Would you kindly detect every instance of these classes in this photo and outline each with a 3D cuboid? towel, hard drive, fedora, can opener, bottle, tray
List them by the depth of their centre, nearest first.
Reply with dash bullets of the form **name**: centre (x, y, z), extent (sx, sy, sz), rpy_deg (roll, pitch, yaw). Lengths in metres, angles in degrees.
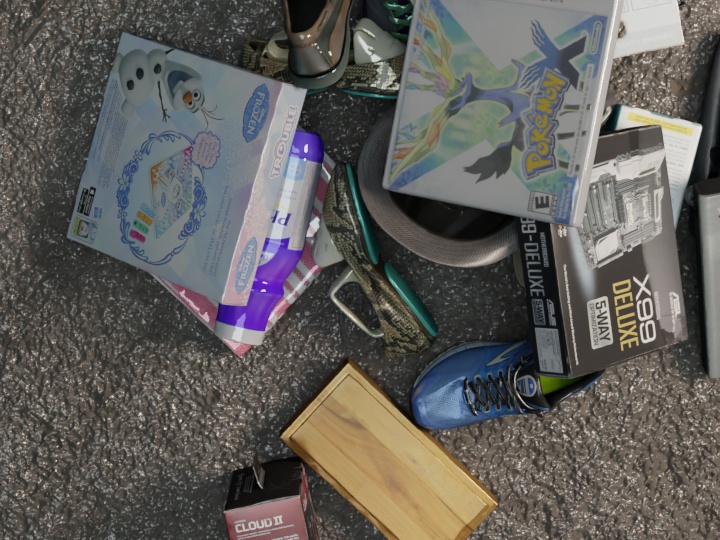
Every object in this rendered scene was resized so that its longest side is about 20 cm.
- **fedora**: centre (0.087, -0.076, 1.449), extent (0.176, 0.090, 0.201), rpy_deg (31, 65, 8)
- **bottle**: centre (-0.091, -0.034, 1.455), extent (0.083, 0.065, 0.202), rpy_deg (14, 94, 12)
- **hard drive**: centre (0.383, 0.000, 1.476), extent (0.138, 0.033, 0.202), rpy_deg (-11, 121, 0)
- **can opener**: centre (0.342, -0.124, 1.493), extent (0.063, 0.078, 0.202), rpy_deg (4, 95, 37)
- **towel**: centre (-0.098, -0.037, 1.502), extent (0.146, 0.030, 0.200), rpy_deg (43, 94, -6)
- **tray**: centre (0.027, 0.190, 1.527), extent (0.200, 0.037, 0.099), rpy_deg (43, 94, -4)

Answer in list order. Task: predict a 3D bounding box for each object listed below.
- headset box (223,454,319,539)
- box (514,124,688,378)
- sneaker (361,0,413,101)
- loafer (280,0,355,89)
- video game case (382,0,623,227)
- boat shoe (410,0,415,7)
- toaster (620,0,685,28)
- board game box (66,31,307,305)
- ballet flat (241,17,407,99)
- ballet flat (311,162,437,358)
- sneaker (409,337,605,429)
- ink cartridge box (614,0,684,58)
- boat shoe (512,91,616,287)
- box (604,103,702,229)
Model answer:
- **headset box**: centre (-0.073, 0.272, 1.478), extent (0.074, 0.149, 0.202), rpy_deg (-11, 98, 0)
- **box**: centre (0.212, -0.019, 1.409), extent (0.157, 0.050, 0.202), rpy_deg (-13, 98, -36)
- **sneaker**: centre (0.031, -0.243, 1.450), extent (0.074, 0.088, 0.202), rpy_deg (-16, 96, 1)
- **loafer**: centre (-0.041, -0.252, 1.403), extent (0.071, 0.201, 0.063), rpy_deg (-12, 142, 10)
- **video game case**: centre (0.118, -0.151, 1.336), extent (0.181, 0.022, 0.202), rpy_deg (13, 96, 25)
- **boat shoe**: centre (0.087, -0.233, 1.400), extent (0.067, 0.072, 0.202), rpy_deg (-18, 87, 39)
- **toaster**: centre (0.183, -0.270, 1.439), extent (0.129, 0.114, 0.200), rpy_deg (-41, 94, 7)
- **board game box**: centre (-0.160, -0.094, 1.436), extent (0.198, 0.043, 0.202), rpy_deg (21, 98, 33)
- **ballet flat**: centre (-0.021, -0.192, 1.437), extent (0.198, 0.068, 0.076), rpy_deg (2, 117, 22)
- **ballet flat**: centre (0.000, 0.000, 1.471), extent (0.075, 0.068, 0.201), rpy_deg (-24, 112, 11)
- **sneaker**: centre (0.140, 0.101, 1.492), extent (0.198, 0.089, 0.079), rpy_deg (-20, 96, 1)
- **ink cartridge box**: centre (0.183, -0.278, 1.361), extent (0.159, 0.050, 0.202), rpy_deg (-10, 98, 9)
- **boat shoe**: centre (0.194, -0.079, 1.481), extent (0.062, 0.073, 0.202), rpy_deg (10, 95, -23)
- **box**: centre (0.254, -0.050, 1.496), extent (0.081, 0.049, 0.202), rpy_deg (14, 96, -3)
